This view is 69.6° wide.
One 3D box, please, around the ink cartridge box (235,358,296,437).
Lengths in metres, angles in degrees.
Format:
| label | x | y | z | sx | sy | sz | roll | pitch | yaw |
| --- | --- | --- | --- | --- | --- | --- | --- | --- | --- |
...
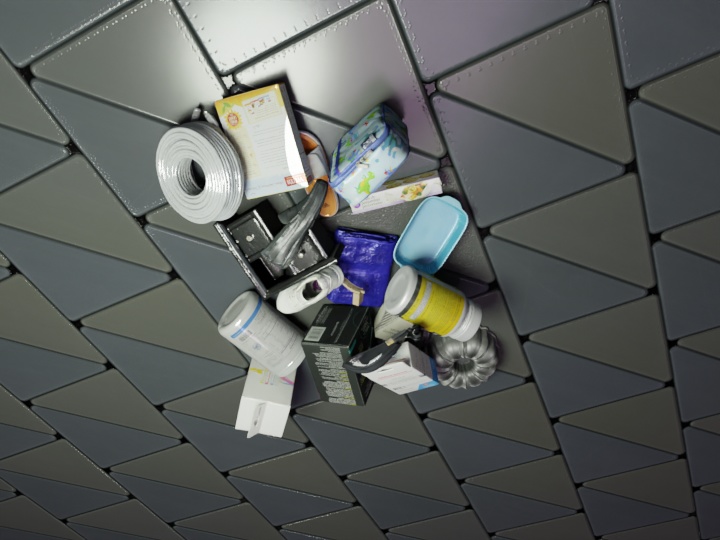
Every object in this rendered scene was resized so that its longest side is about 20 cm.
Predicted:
| label | x | y | z | sx | sy | sz | roll | pitch | yaw |
| --- | --- | --- | --- | --- | --- | --- | --- | --- | --- |
| ink cartridge box | -0.244 | 0.329 | 1.357 | 0.124 | 0.201 | 0.129 | 13 | 124 | -7 |

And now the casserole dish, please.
| label | x | y | z | sx | sy | sz | roll | pitch | yaw |
| --- | --- | --- | --- | --- | --- | --- | --- | --- | --- |
| casserole dish | 0.153 | -0.079 | 1.155 | 0.121 | 0.039 | 0.201 | 24 | 112 | -14 |

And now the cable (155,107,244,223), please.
| label | x | y | z | sx | sy | sz | roll | pitch | yaw |
| --- | --- | --- | --- | --- | --- | --- | --- | --- | --- |
| cable | -0.322 | -0.194 | 1.039 | 0.200 | 0.069 | 0.200 | 50 | 125 | 4 |

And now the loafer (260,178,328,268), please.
| label | x | y | z | sx | sy | sz | roll | pitch | yaw |
| --- | --- | --- | --- | --- | --- | --- | --- | --- | --- |
| loafer | -0.131 | -0.098 | 1.036 | 0.070 | 0.068 | 0.201 | 30 | 102 | -10 |

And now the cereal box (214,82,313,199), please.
| label | x | y | z | sx | sy | sz | roll | pitch | yaw |
| --- | --- | --- | --- | --- | --- | --- | --- | --- | --- |
| cereal box | -0.188 | -0.251 | 1.022 | 0.143 | 0.040 | 0.201 | -7 | 113 | 19 |

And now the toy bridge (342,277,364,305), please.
| label | x | y | z | sx | sy | sz | roll | pitch | yaw |
| --- | --- | --- | --- | --- | --- | --- | --- | --- | --- |
| toy bridge | -0.080 | 0.025 | 1.207 | 0.199 | 0.027 | 0.068 | 15 | 120 | 20 |

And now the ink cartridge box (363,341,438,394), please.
| label | x | y | z | sx | sy | sz | roll | pitch | yaw |
| --- | --- | --- | --- | --- | --- | --- | --- | --- | --- |
| ink cartridge box | 0.094 | 0.232 | 1.247 | 0.115 | 0.067 | 0.200 | -20 | 146 | 24 |

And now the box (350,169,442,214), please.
| label | x | y | z | sx | sy | sz | roll | pitch | yaw |
| --- | --- | --- | --- | --- | --- | --- | --- | --- | --- |
| box | 0.075 | -0.168 | 1.110 | 0.199 | 0.042 | 0.039 | -12 | 123 | 10 |

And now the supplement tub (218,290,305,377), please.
| label | x | y | z | sx | sy | sz | roll | pitch | yaw |
| --- | --- | --- | --- | --- | --- | --- | --- | --- | --- |
| supplement tub | -0.237 | 0.157 | 1.282 | 0.132 | 0.132 | 0.200 | -35 | 118 | 22 |

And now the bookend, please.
| label | x | y | z | sx | sy | sz | roll | pitch | yaw |
| --- | --- | --- | --- | --- | --- | --- | --- | --- | --- |
| bookend | -0.172 | -0.072 | 1.123 | 0.199 | 0.092 | 0.199 | -25 | 107 | 18 |

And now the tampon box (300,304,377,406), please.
| label | x | y | z | sx | sy | sz | roll | pitch | yaw |
| --- | --- | --- | --- | --- | --- | --- | --- | --- | --- |
| tampon box | -0.041 | 0.209 | 1.287 | 0.125 | 0.150 | 0.201 | 2 | 126 | 22 |

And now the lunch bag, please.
| label | x | y | z | sx | sy | sz | roll | pitch | yaw |
| --- | --- | --- | --- | --- | --- | --- | --- | --- | --- |
| lunch bag | 0.012 | -0.221 | 0.978 | 0.082 | 0.200 | 0.161 | 39 | 117 | -22 |

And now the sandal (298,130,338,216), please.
| label | x | y | z | sx | sy | sz | roll | pitch | yaw |
| --- | --- | --- | --- | --- | --- | --- | --- | --- | --- |
| sandal | -0.097 | -0.193 | 1.084 | 0.079 | 0.059 | 0.207 | -18 | 122 | 13 |

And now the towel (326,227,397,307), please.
| label | x | y | z | sx | sy | sz | roll | pitch | yaw |
| --- | --- | --- | --- | --- | --- | --- | --- | --- | --- |
| towel | 0.000 | 0.000 | 1.220 | 0.147 | 0.050 | 0.201 | 8 | 124 | -3 |

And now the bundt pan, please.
| label | x | y | z | sx | sy | sz | roll | pitch | yaw |
| --- | --- | --- | --- | --- | --- | --- | --- | --- | --- |
| bundt pan | 0.268 | 0.234 | 1.360 | 0.200 | 0.076 | 0.203 | 1 | 124 | 1 |

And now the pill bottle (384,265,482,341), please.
| label | x | y | z | sx | sy | sz | roll | pitch | yaw |
| --- | --- | --- | --- | --- | --- | --- | --- | --- | --- |
| pill bottle | 0.163 | 0.078 | 1.149 | 0.199 | 0.115 | 0.115 | 25 | 121 | -18 |

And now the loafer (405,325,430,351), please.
| label | x | y | z | sx | sy | sz | roll | pitch | yaw |
| --- | --- | --- | --- | --- | --- | --- | --- | --- | --- |
| loafer | 0.143 | 0.197 | 1.343 | 0.071 | 0.063 | 0.201 | 6 | 124 | -4 |

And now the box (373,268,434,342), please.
| label | x | y | z | sx | sy | sz | roll | pitch | yaw |
| --- | --- | --- | --- | --- | --- | --- | --- | --- | --- |
| box | 0.104 | 0.081 | 1.261 | 0.082 | 0.069 | 0.201 | 16 | 123 | -11 |

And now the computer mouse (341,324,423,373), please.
| label | x | y | z | sx | sy | sz | roll | pitch | yaw |
| --- | --- | --- | --- | --- | --- | --- | --- | --- | --- |
| computer mouse | 0.053 | 0.178 | 1.114 | 0.199 | 0.046 | 0.140 | -24 | 166 | -2 |

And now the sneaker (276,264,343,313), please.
| label | x | y | z | sx | sy | sz | roll | pitch | yaw |
| --- | --- | --- | --- | --- | --- | --- | --- | --- | --- |
| sneaker | -0.132 | 0.047 | 1.167 | 0.200 | 0.100 | 0.075 | -32 | 93 | 34 |
